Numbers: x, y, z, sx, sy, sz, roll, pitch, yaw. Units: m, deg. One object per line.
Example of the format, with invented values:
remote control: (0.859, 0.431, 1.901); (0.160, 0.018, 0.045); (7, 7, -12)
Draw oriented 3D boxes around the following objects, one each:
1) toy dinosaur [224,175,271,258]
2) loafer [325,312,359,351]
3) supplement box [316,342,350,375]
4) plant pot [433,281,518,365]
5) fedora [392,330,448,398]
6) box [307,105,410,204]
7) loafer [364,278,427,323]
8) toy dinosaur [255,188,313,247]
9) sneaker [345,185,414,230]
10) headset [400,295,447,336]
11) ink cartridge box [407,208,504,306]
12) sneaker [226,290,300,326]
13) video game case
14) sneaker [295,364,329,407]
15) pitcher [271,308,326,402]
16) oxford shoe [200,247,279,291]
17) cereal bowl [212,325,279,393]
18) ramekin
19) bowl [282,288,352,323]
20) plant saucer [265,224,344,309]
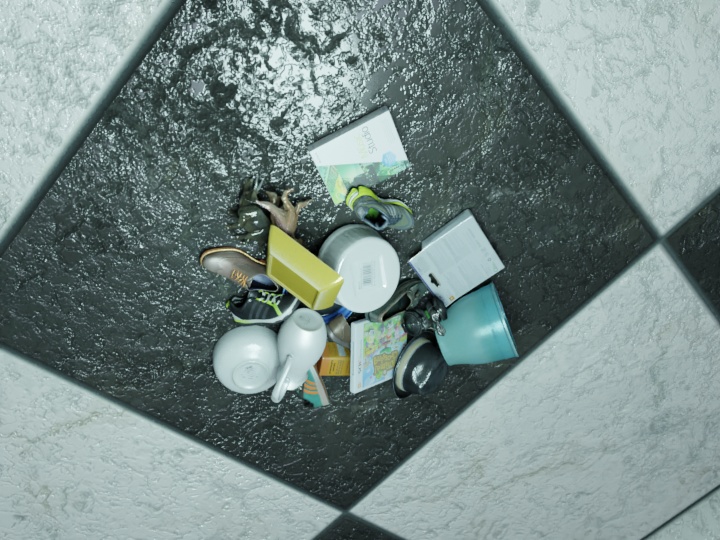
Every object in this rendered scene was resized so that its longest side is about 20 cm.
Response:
toy dinosaur: (-0.241, -0.102, 1.297); (0.099, 0.078, 0.204); (-12, 121, 11)
loafer: (-0.017, 0.165, 1.487); (0.071, 0.074, 0.199); (-42, 149, 10)
supplement box: (-0.020, 0.242, 1.570); (0.194, 0.069, 0.068); (1, 123, -18)
plant pot: (0.298, 0.160, 1.525); (0.184, 0.203, 0.202); (-21, 125, 14)
fedora: (0.175, 0.270, 1.563); (0.198, 0.090, 0.206); (-25, 125, -42)
box: (-0.002, -0.254, 1.281); (0.196, 0.037, 0.146); (-26, 124, 5)
loafer: (0.103, 0.085, 1.456); (0.197, 0.062, 0.074); (-26, 118, -29)
toy dinosaur: (-0.165, -0.101, 1.272); (0.083, 0.200, 0.140); (1, 84, 14)
sneaker: (0.053, -0.124, 1.333); (0.196, 0.082, 0.074); (13, 129, -37)
headset: (0.172, 0.128, 1.457); (0.121, 0.200, 0.096); (-28, 83, -9)
ink cartridge box: (0.244, -0.026, 1.479); (0.198, 0.041, 0.200); (-34, 122, 10)
sneaker: (-0.241, 0.082, 1.388); (0.195, 0.072, 0.084); (-14, 120, 21)
video game case: (0.051, 0.206, 1.503); (0.197, 0.022, 0.188); (-12, 109, -43)
sneaker: (-0.146, 0.305, 1.577); (0.078, 0.072, 0.204); (-17, 122, -1)
pitcher: (-0.159, 0.209, 1.396); (0.118, 0.173, 0.204); (23, 124, 4)
oxford shoe: (-0.279, 0.001, 1.352); (0.195, 0.074, 0.073); (13, 119, -20)
cereal bowl: (-0.288, 0.247, 1.501); (0.194, 0.084, 0.205); (-6, 124, -9)
ramekin: (0.000, 0.000, 1.367); (0.195, 0.097, 0.207); (-9, 110, -25)
bowl: (-0.102, 0.057, 1.450); (0.194, 0.040, 0.206); (-6, 122, -9)
plant saucer: (-0.140, 0.010, 1.283); (0.198, 0.201, 0.049); (37, 67, 3)
